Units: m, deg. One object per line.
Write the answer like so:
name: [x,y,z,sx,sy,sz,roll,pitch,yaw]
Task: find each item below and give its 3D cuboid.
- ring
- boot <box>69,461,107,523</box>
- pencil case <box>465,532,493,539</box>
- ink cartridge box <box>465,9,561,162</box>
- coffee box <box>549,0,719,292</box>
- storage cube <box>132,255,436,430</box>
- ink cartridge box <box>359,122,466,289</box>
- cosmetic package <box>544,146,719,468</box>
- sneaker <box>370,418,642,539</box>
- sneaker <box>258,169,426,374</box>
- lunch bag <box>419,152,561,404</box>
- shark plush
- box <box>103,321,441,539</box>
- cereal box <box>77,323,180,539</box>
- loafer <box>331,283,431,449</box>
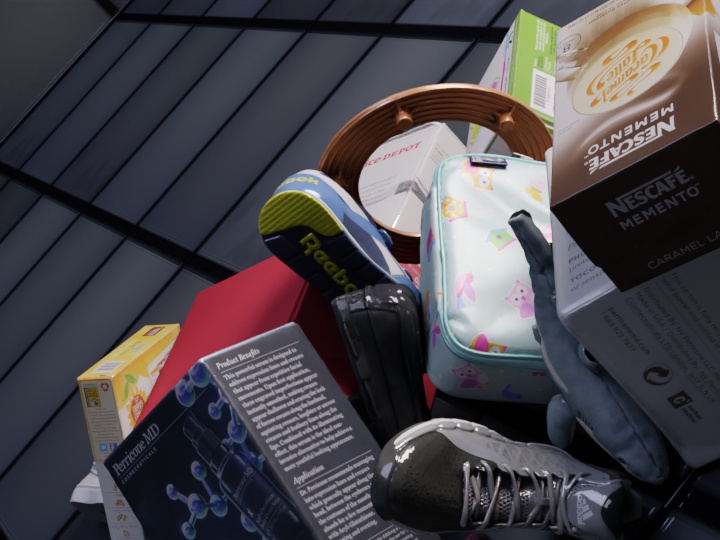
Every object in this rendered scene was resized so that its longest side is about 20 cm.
ring: [0.063,-0.070,1.199,0.200,0.200,0.019,-33,44,23]
boot: [-0.220,0.202,1.466,0.199,0.073,0.096,-5,53,55]
pencil case: [0.030,0.262,1.001,0.200,0.086,0.083,-38,57,15]
ink cartridge box: [0.126,-0.102,1.307,0.148,0.075,0.200,-79,15,-48]
coffee box: [0.186,-0.096,0.907,0.114,0.080,0.201,-29,30,28]
storage cube: [-0.056,0.107,1.254,0.199,0.171,0.180,-25,30,37]
ink cartridge box: [0.022,-0.035,1.446,0.145,0.085,0.201,-17,39,45]
cosmetic package: [0.239,-0.014,0.993,0.166,0.167,0.201,-32,28,24]
sneaker: [0.110,0.142,0.952,0.115,0.199,0.076,8,91,49]
sneaker: [0.000,0.000,1.170,0.074,0.200,0.082,-29,23,18]
lunch bag: [0.127,0.001,1.127,0.077,0.159,0.201,105,168,-55]
shark plush: [0.161,0.046,1.005,0.090,0.201,0.083,-16,13,0]
box: [-0.064,0.167,1.054,0.107,0.201,0.148,-19,-21,-50]
cereal box: [-0.183,0.163,1.293,0.039,0.202,0.144,-4,14,17]
loafer: [0.018,0.108,1.125,0.070,0.202,0.068,-6,16,5]
